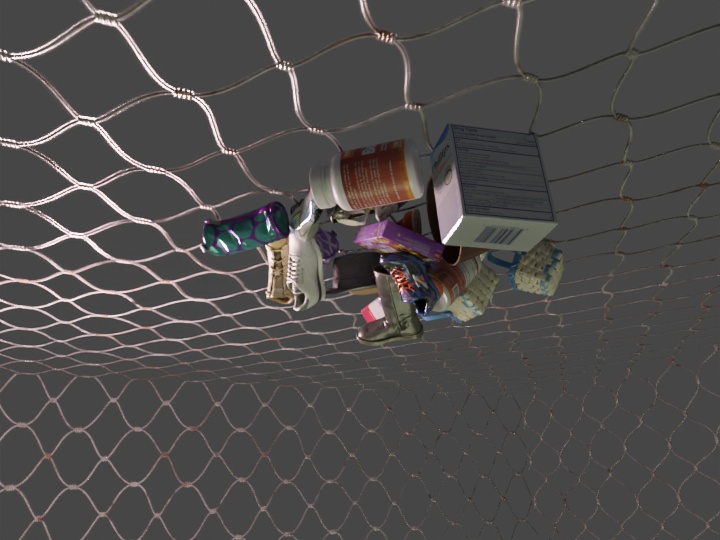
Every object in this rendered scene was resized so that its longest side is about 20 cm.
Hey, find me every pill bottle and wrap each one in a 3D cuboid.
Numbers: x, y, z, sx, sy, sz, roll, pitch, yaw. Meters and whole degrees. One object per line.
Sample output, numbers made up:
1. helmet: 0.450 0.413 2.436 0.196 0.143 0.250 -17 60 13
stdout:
1. pill bottle: 0.012 -0.174 1.147 0.198 0.113 0.112 -9 158 15
2. pill bottle: 0.217 -0.004 1.475 0.112 0.200 0.113 30 145 24

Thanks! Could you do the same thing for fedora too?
1. fedora: 0.000 0.000 1.521 0.198 0.091 0.177 -7 -177 -10

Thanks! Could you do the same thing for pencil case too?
1. pencil case: -0.256 -0.092 1.360 0.199 0.085 0.093 -13 133 22
2. pencil case: -0.115 -0.031 1.547 0.085 0.084 0.200 38 152 2

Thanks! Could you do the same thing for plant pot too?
1. plant pot: 0.259 -0.124 1.254 0.199 0.188 0.187 -14 160 -10

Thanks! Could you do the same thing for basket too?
1. basket: 0.262 0.058 1.658 0.139 0.177 0.199 42 155 -25
2. basket: 0.410 -0.023 1.560 0.199 0.140 0.176 19 171 23

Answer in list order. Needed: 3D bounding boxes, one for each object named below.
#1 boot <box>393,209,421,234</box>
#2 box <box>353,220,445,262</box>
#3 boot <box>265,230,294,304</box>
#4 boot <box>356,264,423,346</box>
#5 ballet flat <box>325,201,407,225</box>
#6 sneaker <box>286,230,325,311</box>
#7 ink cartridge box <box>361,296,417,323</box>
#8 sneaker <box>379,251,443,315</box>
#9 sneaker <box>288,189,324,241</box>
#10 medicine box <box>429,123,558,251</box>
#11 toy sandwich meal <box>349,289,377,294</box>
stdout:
1. boot: 0.092 -0.084 1.449 0.106 0.076 0.200 2 160 0
2. box: 0.078 -0.058 1.326 0.136 0.039 0.200 23 173 -16
3. boot: -0.196 -0.013 1.467 0.072 0.157 0.200 2 160 8
4. boot: 0.057 0.079 1.438 0.180 0.073 0.201 -11 130 9
5. ballet flat: 0.022 -0.132 1.317 0.199 0.073 0.072 -8 158 13
6. sneaker: -0.137 -0.002 1.438 0.076 0.201 0.080 12 -148 45
7. ink cartridge box: 0.114 0.073 1.592 0.147 0.086 0.200 -32 178 -36
8. sneaker: 0.108 0.027 1.306 0.075 0.079 0.200 -6 143 45
9. sneaker: -0.113 -0.131 1.312 0.072 0.072 0.200 31 146 0
10. medicine box: 0.235 -0.150 1.112 0.181 0.201 0.103 3 153 -15
11. toy sandwich meal: 0.040 0.011 1.699 0.204 0.071 0.205 -11 167 -3
